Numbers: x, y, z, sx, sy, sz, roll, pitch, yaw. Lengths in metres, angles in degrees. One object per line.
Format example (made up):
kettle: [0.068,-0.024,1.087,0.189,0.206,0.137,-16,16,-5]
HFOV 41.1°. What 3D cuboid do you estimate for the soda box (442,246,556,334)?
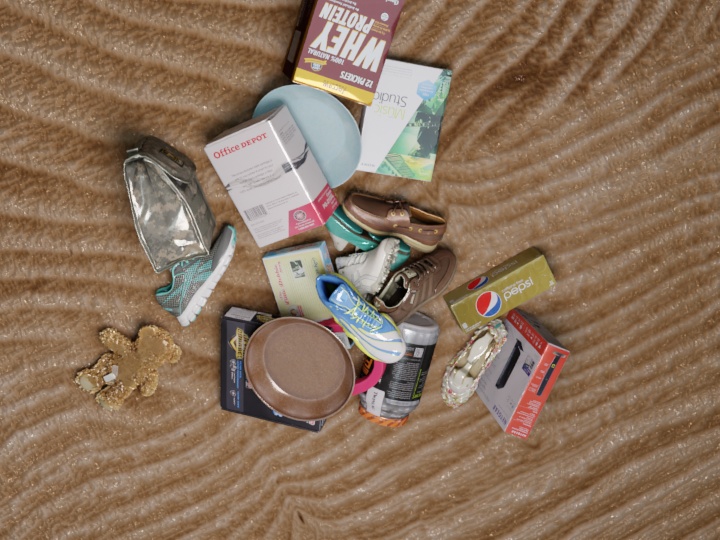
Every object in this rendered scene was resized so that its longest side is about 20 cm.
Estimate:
soda box: [0.260,0.036,1.802,0.199,0.064,0.068,-29,108,-1]

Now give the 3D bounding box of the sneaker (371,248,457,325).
sneaker: [0.099,0.021,1.704,0.200,0.070,0.076,-45,149,-20]

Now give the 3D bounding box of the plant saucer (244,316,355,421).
plant saucer: [-0.101,0.163,1.652,0.199,0.037,0.202,6,115,13]

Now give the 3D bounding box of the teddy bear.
teddy bear: [-0.417,0.169,1.727,0.144,0.067,0.201,33,105,-7]

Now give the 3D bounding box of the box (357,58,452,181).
box: [0.073,-0.266,1.697,0.143,0.036,0.202,7,105,-12]

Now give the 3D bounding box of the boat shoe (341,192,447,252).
boat shoe: [0.063,-0.100,1.715,0.199,0.072,0.068,20,133,-20]

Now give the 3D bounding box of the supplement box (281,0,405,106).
supplement box: [-0.030,-0.389,1.557,0.132,0.200,0.199,15,103,-14]

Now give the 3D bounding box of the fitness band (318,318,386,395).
fitness band: [-0.048,0.161,1.726,0.199,0.037,0.144,-20,106,26]

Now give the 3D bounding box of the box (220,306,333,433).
box: [-0.152,0.177,1.720,0.197,0.050,0.202,12,117,13]

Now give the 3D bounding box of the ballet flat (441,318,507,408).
ballet flat: [0.206,0.176,1.824,0.075,0.064,0.201,33,104,17]

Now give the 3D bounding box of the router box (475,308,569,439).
router box: [0.294,0.186,1.779,0.049,0.200,0.181,21,101,-16]

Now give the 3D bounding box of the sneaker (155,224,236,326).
sneaker: [-0.291,-0.002,1.690,0.091,0.078,0.201,31,97,-13]

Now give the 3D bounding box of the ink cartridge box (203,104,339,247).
ink cartridge box: [-0.150,-0.160,1.632,0.144,0.084,0.201,-18,112,28]

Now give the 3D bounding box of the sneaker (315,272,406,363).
sneaker: [-0.011,0.078,1.613,0.200,0.105,0.076,42,93,22]

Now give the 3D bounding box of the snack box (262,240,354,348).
snack box: [-0.092,0.053,1.736,0.115,0.037,0.202,-9,109,20]

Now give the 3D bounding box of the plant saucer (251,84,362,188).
plant saucer: [-0.088,-0.233,1.648,0.199,0.039,0.202,9,127,13]

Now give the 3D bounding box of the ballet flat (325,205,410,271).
ballet flat: [-0.006,-0.055,1.731,0.199,0.067,0.071,29,113,-14]

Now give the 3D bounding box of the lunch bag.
lunch bag: [-0.324,-0.124,1.599,0.117,0.164,0.201,-20,109,2]

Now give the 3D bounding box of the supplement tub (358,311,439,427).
supplement tub: [0.065,0.178,1.778,0.121,0.123,0.202,12,103,-13]

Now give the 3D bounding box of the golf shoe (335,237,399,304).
golf shoe: [0.000,0.000,1.701,0.097,0.078,0.200,32,137,0]
